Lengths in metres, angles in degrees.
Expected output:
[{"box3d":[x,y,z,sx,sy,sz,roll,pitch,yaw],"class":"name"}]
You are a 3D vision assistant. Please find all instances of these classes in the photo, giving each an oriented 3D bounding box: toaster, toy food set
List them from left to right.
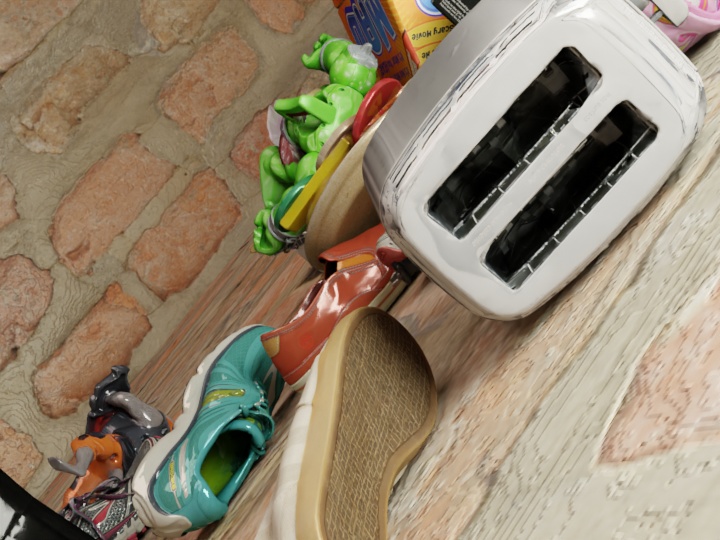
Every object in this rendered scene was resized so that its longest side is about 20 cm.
[{"box3d":[0.022,-0.083,1.004,0.201,0.049,0.198,-51,-18,10],"class":"toy food set"},{"box3d":[0.076,-0.060,0.617,0.200,0.113,0.129,-47,10,10],"class":"toaster"}]

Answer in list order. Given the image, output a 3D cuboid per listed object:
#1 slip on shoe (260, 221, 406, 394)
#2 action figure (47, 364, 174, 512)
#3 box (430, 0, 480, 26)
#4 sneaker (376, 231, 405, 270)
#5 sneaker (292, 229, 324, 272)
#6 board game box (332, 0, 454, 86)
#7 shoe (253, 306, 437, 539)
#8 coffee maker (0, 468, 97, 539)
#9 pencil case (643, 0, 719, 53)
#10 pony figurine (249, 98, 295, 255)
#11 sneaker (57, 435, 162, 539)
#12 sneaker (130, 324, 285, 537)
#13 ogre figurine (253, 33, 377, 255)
[{"box3d":[0.000,0.000,0.948,0.200,0.061,0.074,-50,6,-12],"class":"slip on shoe"},{"box3d":[-0.250,0.214,1.297,0.193,0.104,0.202,-39,-38,-53],"class":"action figure"},{"box3d":[0.168,-0.240,0.891,0.200,0.124,0.149,-44,10,31],"class":"box"},{"box3d":[0.060,-0.080,0.903,0.201,0.082,0.078,-56,11,-32],"class":"sneaker"},{"box3d":[0.017,-0.076,1.137,0.200,0.080,0.076,-46,7,15],"class":"sneaker"},{"box3d":[0.079,-0.288,1.116,0.198,0.202,0.200,-26,5,-8],"class":"board game box"},{"box3d":[-0.011,0.083,0.583,0.053,0.070,0.201,-36,16,26],"class":"shoe"},{"box3d":[-0.281,0.214,1.003,0.193,0.199,0.135,-52,10,-5],"class":"coffee maker"},{"box3d":[0.125,-0.125,0.751,0.200,0.087,0.088,-40,12,47],"class":"pencil case"},{"box3d":[-0.027,-0.104,1.354,0.199,0.167,0.194,-28,25,26],"class":"pony figurine"},{"box3d":[-0.235,0.225,1.156,0.081,0.075,0.201,-40,12,49],"class":"sneaker"},{"box3d":[-0.093,0.119,0.950,0.079,0.078,0.201,-18,31,36],"class":"sneaker"},{"box3d":[-0.037,-0.115,1.082,0.201,0.098,0.120,-53,16,-18],"class":"ogre figurine"}]
